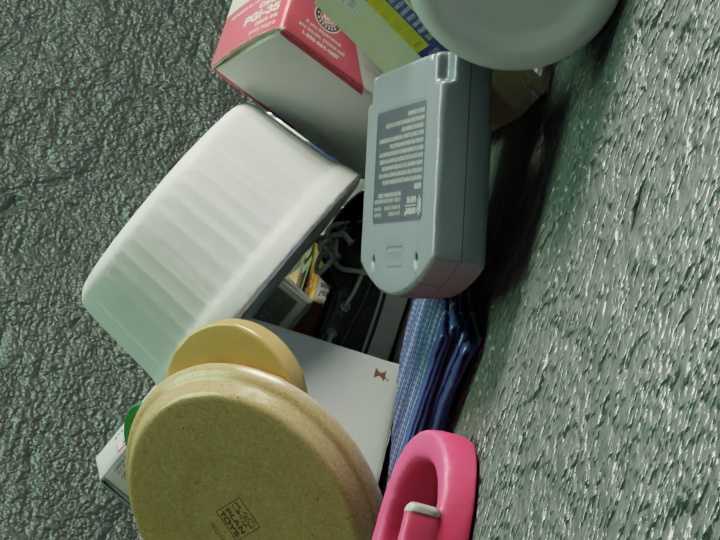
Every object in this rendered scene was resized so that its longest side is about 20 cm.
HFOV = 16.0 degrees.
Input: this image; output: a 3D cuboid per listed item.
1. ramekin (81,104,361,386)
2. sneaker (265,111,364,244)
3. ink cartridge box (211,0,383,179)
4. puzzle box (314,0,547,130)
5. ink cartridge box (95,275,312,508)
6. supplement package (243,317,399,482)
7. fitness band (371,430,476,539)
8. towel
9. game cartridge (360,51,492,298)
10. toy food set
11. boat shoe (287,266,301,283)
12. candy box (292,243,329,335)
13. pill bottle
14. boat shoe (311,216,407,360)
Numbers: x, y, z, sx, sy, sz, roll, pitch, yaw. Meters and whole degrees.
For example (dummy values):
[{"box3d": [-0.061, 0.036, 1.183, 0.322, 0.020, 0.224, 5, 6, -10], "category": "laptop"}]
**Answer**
[{"box3d": [-0.098, -0.017, 1.725, 0.201, 0.098, 0.200, -50, 0, 0], "category": "ramekin"}, {"box3d": [-0.036, -0.057, 1.857, 0.081, 0.199, 0.116, 41, -140, -50], "category": "sneaker"}, {"box3d": [-0.004, -0.189, 1.761, 0.083, 0.146, 0.201, -26, 39, 45], "category": "ink cartridge box"}, {"box3d": [0.039, -0.136, 1.523, 0.025, 0.133, 0.200, -45, 5, -8], "category": "puzzle box"}, {"box3d": [-0.122, 0.079, 1.921, 0.200, 0.044, 0.174, -50, 10, -1], "category": "ink cartridge box"}, {"box3d": [-0.057, 0.138, 1.730, 0.200, 0.117, 0.117, 117, 170, -59], "category": "supplement package"}, {"box3d": [0.019, 0.184, 1.375, 0.144, 0.037, 0.201, 140, 145, -79], "category": "fitness band"}, {"box3d": [0.046, 0.044, 1.542, 0.200, 0.024, 0.145, -83, 9, -60], "category": "towel"}, {"box3d": [0.037, -0.051, 1.449, 0.200, 0.041, 0.134, -179, 88, -79], "category": "game cartridge"}, {"box3d": [-0.065, 0.142, 1.571, 0.049, 0.200, 0.198, -36, -14, -51], "category": "toy food set"}, {"box3d": [-0.044, 0.026, 2.034, 0.072, 0.076, 0.201, 113, 169, -52], "category": "boat shoe"}, {"box3d": [-0.004, -0.047, 1.959, 0.115, 0.055, 0.201, 125, 158, -70], "category": "candy box"}, {"box3d": [0.077, -0.191, 1.369, 0.200, 0.115, 0.116, -91, 17, -67], "category": "pill bottle"}, {"box3d": [0.000, 0.000, 1.776, 0.074, 0.068, 0.200, -100, 26, -73], "category": "boat shoe"}]
